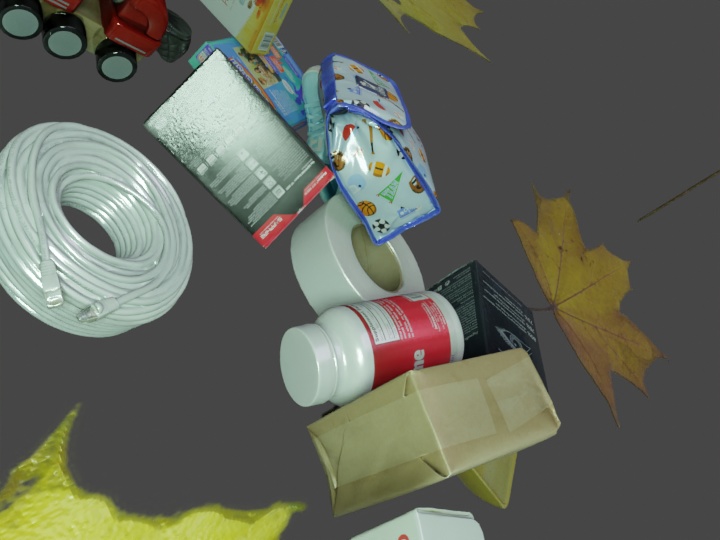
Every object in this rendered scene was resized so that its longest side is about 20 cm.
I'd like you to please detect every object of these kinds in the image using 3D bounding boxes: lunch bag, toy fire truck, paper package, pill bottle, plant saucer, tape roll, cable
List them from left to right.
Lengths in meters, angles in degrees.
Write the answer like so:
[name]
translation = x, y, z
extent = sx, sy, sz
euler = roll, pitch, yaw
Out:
[cable]
translation = -0.243, -0.038, 0.679
extent = 0.199, 0.069, 0.202
euler = -6, 66, -59
[toy fire truck]
translation = -0.272, -0.333, 0.790
extent = 0.175, 0.199, 0.130
euler = 18, 47, -47
[tape roll]
translation = 0.000, 0.000, 1.005
extent = 0.202, 0.070, 0.205
euler = 38, 34, -31
[lunch bag]
translation = 0.014, -0.170, 0.965
extent = 0.201, 0.122, 0.171
euler = 53, 17, -32
[pill bottle]
translation = 0.013, 0.091, 0.850
extent = 0.197, 0.112, 0.114
euler = -8, 66, -34
[paper package]
translation = 0.077, 0.172, 0.800
extent = 0.198, 0.190, 0.105
euler = -4, 67, -45
[plant saucer]
translation = 0.141, 0.204, 1.040
extent = 0.201, 0.048, 0.200
euler = 52, 29, -9

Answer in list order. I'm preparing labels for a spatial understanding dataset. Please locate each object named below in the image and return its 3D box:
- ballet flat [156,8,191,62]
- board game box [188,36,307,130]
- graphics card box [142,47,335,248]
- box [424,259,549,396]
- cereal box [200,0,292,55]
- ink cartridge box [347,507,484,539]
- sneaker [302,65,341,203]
[ballet flat]
translation = -0.299, -0.331, 0.915
extent = 0.199, 0.057, 0.067
euler = 37, 33, -20
[board game box]
translation = -0.141, -0.268, 1.082
extent = 0.153, 0.045, 0.200
euler = 54, 29, -6
[graphics card box]
translation = -0.141, -0.142, 0.875
extent = 0.200, 0.125, 0.051
euler = 45, 2, -19
[box]
translation = 0.169, 0.115, 1.015
extent = 0.147, 0.104, 0.202
euler = 39, 34, -28
[cereal box]
translation = -0.169, -0.420, 1.038
extent = 0.200, 0.145, 0.039
euler = 47, 33, 22
[ink cartridge box]
translation = 0.013, 0.296, 0.599
extent = 0.083, 0.199, 0.148
euler = 22, 43, -43
[sneaker]
translation = -0.047, -0.189, 1.069
extent = 0.082, 0.073, 0.203
euler = -43, 120, -56
